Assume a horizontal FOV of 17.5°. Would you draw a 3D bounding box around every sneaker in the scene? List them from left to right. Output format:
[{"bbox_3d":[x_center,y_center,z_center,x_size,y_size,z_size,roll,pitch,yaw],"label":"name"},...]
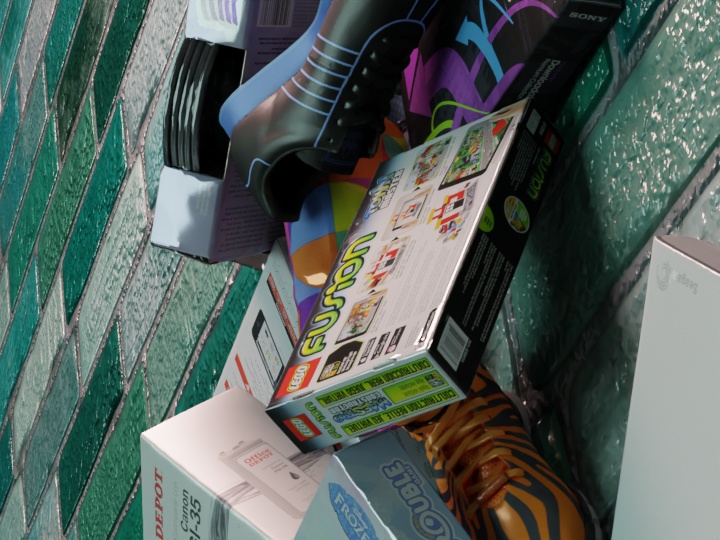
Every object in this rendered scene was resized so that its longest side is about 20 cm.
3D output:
[{"bbox_3d":[-0.002,-0.108,1.321,0.200,0.070,0.078,-45,58,37],"label":"sneaker"},{"bbox_3d":[0.050,0.094,1.204,0.078,0.112,0.200,-39,31,5],"label":"sneaker"}]

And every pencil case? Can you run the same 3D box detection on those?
[{"bbox_3d":[0.000,0.000,1.383,0.088,0.088,0.201,120,151,-54],"label":"pencil case"}]

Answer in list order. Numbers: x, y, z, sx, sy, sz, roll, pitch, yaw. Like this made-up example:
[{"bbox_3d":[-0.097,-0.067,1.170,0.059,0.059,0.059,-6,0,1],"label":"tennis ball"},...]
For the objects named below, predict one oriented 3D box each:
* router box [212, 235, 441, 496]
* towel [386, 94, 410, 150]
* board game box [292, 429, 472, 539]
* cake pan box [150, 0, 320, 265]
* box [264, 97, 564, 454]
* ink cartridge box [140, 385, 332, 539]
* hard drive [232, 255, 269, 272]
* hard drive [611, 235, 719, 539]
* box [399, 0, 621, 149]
[{"bbox_3d":[-0.022,0.106,1.484,0.200,0.049,0.180,67,151,30],"label":"router box"},{"bbox_3d":[0.030,-0.031,1.452,0.200,0.024,0.147,-150,66,-68],"label":"towel"},{"bbox_3d":[0.028,0.218,1.202,0.200,0.043,0.199,53,144,24],"label":"board game box"},{"bbox_3d":[-0.055,-0.104,1.478,0.200,0.052,0.185,-15,-64,-63],"label":"cake pan box"},{"bbox_3d":[0.031,0.000,1.206,0.110,0.035,0.200,-22,30,37],"label":"box"},{"bbox_3d":[-0.042,0.184,1.392,0.200,0.083,0.147,34,135,38],"label":"ink cartridge box"},{"bbox_3d":[-0.062,-0.070,1.716,0.200,0.038,0.140,-166,79,-72],"label":"hard drive"},{"bbox_3d":[0.153,0.097,1.051,0.132,0.026,0.201,-141,55,-68],"label":"hard drive"},{"bbox_3d":[0.074,-0.145,1.291,0.200,0.036,0.143,127,142,-50],"label":"box"}]
